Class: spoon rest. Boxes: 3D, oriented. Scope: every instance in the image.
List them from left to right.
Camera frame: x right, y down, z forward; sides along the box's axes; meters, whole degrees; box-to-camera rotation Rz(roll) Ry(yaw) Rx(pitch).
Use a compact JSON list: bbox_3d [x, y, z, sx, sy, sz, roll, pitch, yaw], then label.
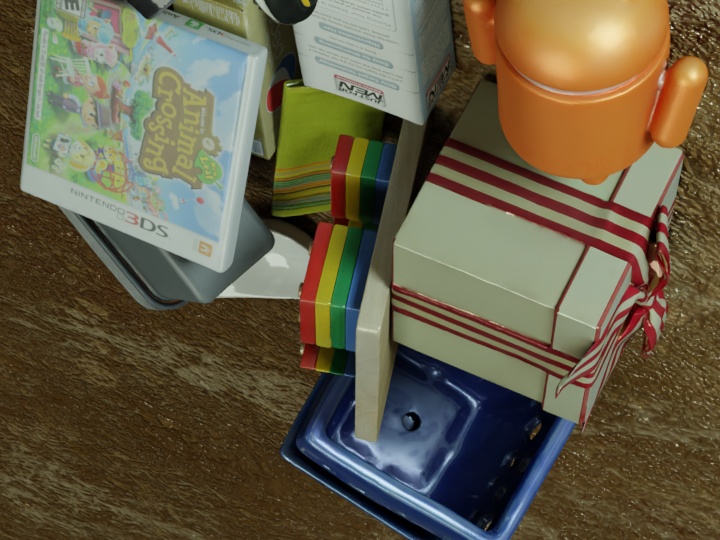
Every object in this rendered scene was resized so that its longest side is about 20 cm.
[{"bbox_3d":[-0.107,-0.007,2.118,0.200,0.061,0.099,0,142,47],"label":"spoon rest"}]

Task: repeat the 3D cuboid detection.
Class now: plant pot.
[{"bbox_3d":[0.057,0.124,2.046,0.200,0.200,0.180,33,161,-8],"label":"plant pot"}]

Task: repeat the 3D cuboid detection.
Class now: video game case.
[{"bbox_3d":[-0.167,-0.111,1.777,0.182,0.022,0.200,22,128,14],"label":"video game case"}]

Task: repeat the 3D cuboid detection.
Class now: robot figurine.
[{"bbox_3d":[0.147,-0.138,1.557,0.200,0.117,0.144,80,164,-59],"label":"robot figurine"}]

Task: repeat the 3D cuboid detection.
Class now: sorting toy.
[{"bbox_3d":[0.000,0.000,1.845,0.070,0.200,0.199,10,152,5],"label":"sorting toy"}]

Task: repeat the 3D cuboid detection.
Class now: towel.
[{"bbox_3d":[-0.024,-0.097,1.860,0.086,0.018,0.200,-11,155,-10],"label":"towel"}]

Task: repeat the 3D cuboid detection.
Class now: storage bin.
[{"bbox_3d":[-0.153,-0.067,1.924,0.200,0.146,0.134,53,167,-19],"label":"storage bin"}]

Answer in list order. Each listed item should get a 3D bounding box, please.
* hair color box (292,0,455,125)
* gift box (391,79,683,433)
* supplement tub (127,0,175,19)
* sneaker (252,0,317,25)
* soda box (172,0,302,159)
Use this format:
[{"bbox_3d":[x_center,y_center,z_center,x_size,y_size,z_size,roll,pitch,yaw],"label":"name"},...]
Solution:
[{"bbox_3d":[0.005,-0.194,1.660,0.099,0.061,0.200,21,153,17],"label":"hair color box"},{"bbox_3d":[0.133,0.005,1.746,0.187,0.200,0.185,21,159,12],"label":"gift box"},{"bbox_3d":[-0.191,-0.268,1.639,0.200,0.107,0.107,46,151,-12],"label":"supplement tub"},{"bbox_3d":[-0.026,-0.247,1.514,0.090,0.070,0.200,10,118,20],"label":"sneaker"},{"bbox_3d":[-0.090,-0.171,1.788,0.064,0.068,0.200,22,154,15],"label":"soda box"}]
